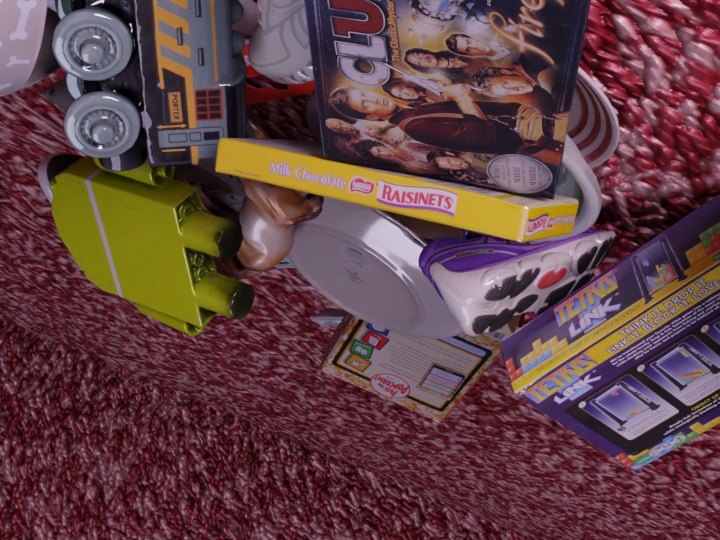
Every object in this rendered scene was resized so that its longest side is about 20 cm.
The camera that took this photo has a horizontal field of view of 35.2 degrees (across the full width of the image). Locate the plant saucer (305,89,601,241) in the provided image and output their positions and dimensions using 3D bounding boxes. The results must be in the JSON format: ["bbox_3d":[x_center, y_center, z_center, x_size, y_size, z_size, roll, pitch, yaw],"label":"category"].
[{"bbox_3d":[0.065,-0.085,0.737,0.200,0.050,0.200,20,164,6],"label":"plant saucer"}]

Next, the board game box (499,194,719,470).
[{"bbox_3d":[0.234,0.055,0.849,0.200,0.057,0.165,-37,128,25],"label":"board game box"}]

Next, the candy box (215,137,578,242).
[{"bbox_3d":[0.022,-0.052,0.690,0.200,0.026,0.102,15,-171,25],"label":"candy box"}]

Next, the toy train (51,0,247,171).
[{"bbox_3d":[-0.127,-0.150,0.683,0.114,0.085,0.200,-5,128,-9],"label":"toy train"}]

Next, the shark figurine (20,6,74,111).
[{"bbox_3d":[-0.181,-0.119,0.813,0.128,0.090,0.214,9,176,-6],"label":"shark figurine"}]

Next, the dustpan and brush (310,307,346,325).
[{"bbox_3d":[0.024,0.043,1.256,0.200,0.057,0.140,6,157,43],"label":"dustpan and brush"}]

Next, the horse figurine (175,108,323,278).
[{"bbox_3d":[-0.089,-0.051,0.893,0.133,0.050,0.200,44,143,13],"label":"horse figurine"}]

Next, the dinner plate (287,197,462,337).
[{"bbox_3d":[0.000,0.000,0.947,0.200,0.024,0.200,27,155,14],"label":"dinner plate"}]

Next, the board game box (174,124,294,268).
[{"bbox_3d":[-0.106,-0.073,1.054,0.200,0.064,0.147,31,161,-32],"label":"board game box"}]

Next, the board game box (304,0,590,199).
[{"bbox_3d":[0.042,-0.115,0.564,0.135,0.035,0.200,11,152,10],"label":"board game box"}]

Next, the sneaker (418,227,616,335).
[{"bbox_3d":[0.122,-0.014,0.863,0.200,0.081,0.083,-8,-133,-49],"label":"sneaker"}]

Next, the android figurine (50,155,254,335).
[{"bbox_3d":[-0.176,-0.027,0.924,0.200,0.041,0.182,18,135,30],"label":"android figurine"}]

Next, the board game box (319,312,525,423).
[{"bbox_3d":[0.061,0.068,1.182,0.151,0.046,0.200,24,139,-7],"label":"board game box"}]

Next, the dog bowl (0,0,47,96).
[{"bbox_3d":[-0.233,-0.188,0.650,0.059,0.200,0.200,-8,-179,-32],"label":"dog bowl"}]

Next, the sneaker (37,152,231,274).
[{"bbox_3d":[-0.183,-0.052,1.006,0.200,0.071,0.099,36,147,-28],"label":"sneaker"}]

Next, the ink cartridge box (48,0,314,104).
[{"bbox_3d":[-0.127,-0.164,0.821,0.162,0.057,0.200,1,149,50],"label":"ink cartridge box"}]

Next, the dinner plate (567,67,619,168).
[{"bbox_3d":[0.074,-0.121,0.742,0.200,0.024,0.200,20,163,6],"label":"dinner plate"}]

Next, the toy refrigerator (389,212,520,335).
[{"bbox_3d":[0.090,-0.011,0.987,0.076,0.070,0.200,15,162,23],"label":"toy refrigerator"}]

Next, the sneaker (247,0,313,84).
[{"bbox_3d":[-0.029,-0.165,0.627,0.081,0.075,0.200,12,161,-22],"label":"sneaker"}]
